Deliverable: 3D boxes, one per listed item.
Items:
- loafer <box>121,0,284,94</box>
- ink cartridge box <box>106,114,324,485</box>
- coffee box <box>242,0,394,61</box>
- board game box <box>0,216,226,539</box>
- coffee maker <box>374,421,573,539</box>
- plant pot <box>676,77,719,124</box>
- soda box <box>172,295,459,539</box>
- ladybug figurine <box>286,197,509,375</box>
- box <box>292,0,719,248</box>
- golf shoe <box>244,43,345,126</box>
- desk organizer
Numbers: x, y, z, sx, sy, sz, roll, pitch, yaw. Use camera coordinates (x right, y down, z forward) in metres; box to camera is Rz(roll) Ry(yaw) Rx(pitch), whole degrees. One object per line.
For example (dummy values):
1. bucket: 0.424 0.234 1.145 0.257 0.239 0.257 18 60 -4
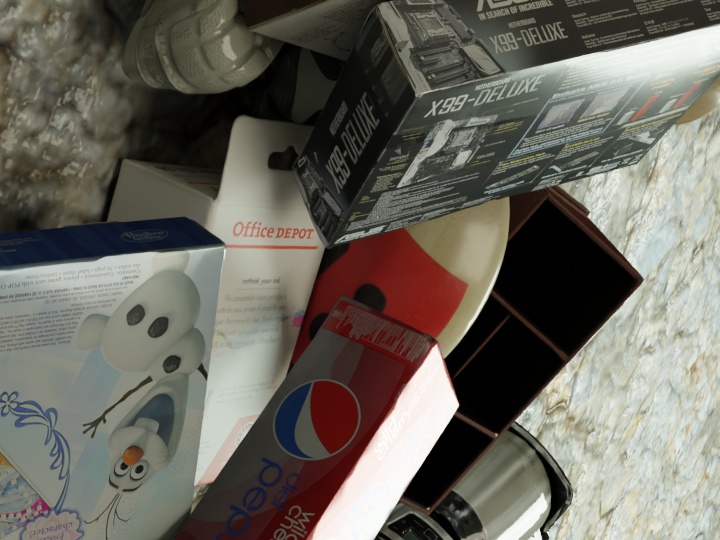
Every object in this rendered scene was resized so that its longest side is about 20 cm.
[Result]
1. loafer: -0.055 -0.148 0.731 0.200 0.069 0.071 -56 132 -52
2. ink cartridge box: -0.083 0.010 0.782 0.116 0.067 0.202 0 110 -60
3. coffee box: 0.025 -0.162 0.715 0.199 0.079 0.115 4 75 -57
4. board game box: -0.164 0.082 0.652 0.198 0.043 0.201 -7 115 -36
5. coffee maker: 0.048 0.225 1.088 0.199 0.134 0.194 -31 135 -47
6. plant pot: 0.179 -0.201 0.961 0.092 0.201 0.203 4 110 -24
7. soda box: -0.029 0.116 0.733 0.201 0.063 0.070 -55 149 -24
8. ladybug figurine: 0.000 0.000 0.841 0.071 0.136 0.200 9 132 -46
9. box: 0.079 -0.085 0.715 0.198 0.050 0.158 -16 162 -22
10. golf shoe: 0.022 -0.113 0.855 0.199 0.094 0.079 -30 130 -52
11. desk organizer: 0.068 0.043 0.877 0.071 0.077 0.200 31 106 -38
